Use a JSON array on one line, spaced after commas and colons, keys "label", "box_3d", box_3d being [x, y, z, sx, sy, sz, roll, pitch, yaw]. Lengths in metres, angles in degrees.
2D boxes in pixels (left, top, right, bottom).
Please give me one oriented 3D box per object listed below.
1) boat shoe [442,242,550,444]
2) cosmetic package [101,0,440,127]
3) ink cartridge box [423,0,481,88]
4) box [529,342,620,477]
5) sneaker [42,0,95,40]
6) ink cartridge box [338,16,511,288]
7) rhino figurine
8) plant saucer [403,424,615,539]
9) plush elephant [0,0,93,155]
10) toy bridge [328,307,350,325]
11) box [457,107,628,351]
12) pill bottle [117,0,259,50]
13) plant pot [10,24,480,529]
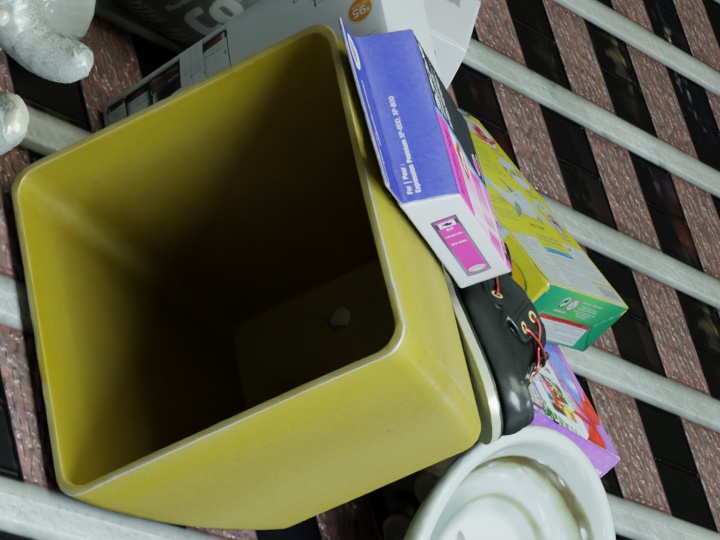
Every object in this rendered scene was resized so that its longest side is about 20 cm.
[{"label": "boat shoe", "box_3d": [0.075, 0.035, 1.689, 0.202, 0.063, 0.074, -107, -169, -68]}, {"label": "cosmetic package", "box_3d": [-0.053, -0.099, 1.659, 0.051, 0.199, 0.083, 28, 39, -46]}, {"label": "ink cartridge box", "box_3d": [0.020, -0.130, 1.787, 0.066, 0.116, 0.200, 26, 35, -6]}, {"label": "box", "box_3d": [0.073, 0.037, 1.861, 0.137, 0.039, 0.200, 31, 23, -42]}, {"label": "sneaker", "box_3d": [-0.216, -0.190, 1.611, 0.072, 0.072, 0.200, 34, -11, 42]}, {"label": "ink cartridge box", "box_3d": [0.035, -0.062, 1.563, 0.200, 0.037, 0.095, 44, 29, -70]}, {"label": "rhino figurine", "box_3d": [0.034, 0.117, 1.740, 0.200, 0.060, 0.088, 52, 21, -19]}, {"label": "plant saucer", "box_3d": [0.069, 0.184, 1.688, 0.200, 0.050, 0.202, -9, 102, -49]}, {"label": "plush elephant", "box_3d": [-0.199, -0.127, 1.450, 0.201, 0.154, 0.165, 62, 32, -12]}, {"label": "toy bridge", "box_3d": [0.000, 0.000, 1.708, 0.027, 0.068, 0.200, 5, 29, -36]}, {"label": "box", "box_3d": [0.074, -0.041, 1.893, 0.200, 0.048, 0.117, 55, 19, 26]}, {"label": "pill bottle", "box_3d": [-0.106, -0.201, 1.769, 0.200, 0.114, 0.114, 35, 35, -38]}, {"label": "plant pot", "box_3d": [-0.044, 0.028, 1.576, 0.176, 0.199, 0.201, 42, 29, -53]}]
